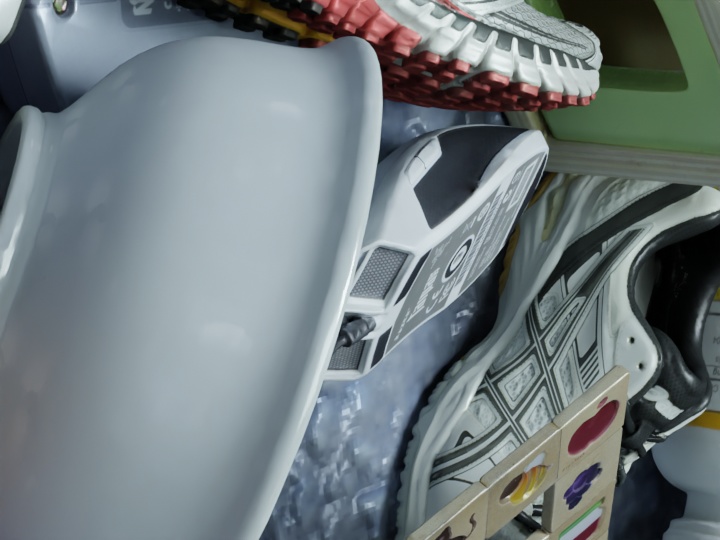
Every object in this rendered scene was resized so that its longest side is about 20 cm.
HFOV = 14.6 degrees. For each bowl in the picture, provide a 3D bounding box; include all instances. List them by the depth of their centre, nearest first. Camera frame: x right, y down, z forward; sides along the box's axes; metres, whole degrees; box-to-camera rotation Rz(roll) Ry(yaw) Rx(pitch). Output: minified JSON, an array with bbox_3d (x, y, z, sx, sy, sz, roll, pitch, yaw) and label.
[{"bbox_3d":[-0.073,0.013,0.817,0.090,0.201,0.202,19,80,-14],"label":"bowl"}]

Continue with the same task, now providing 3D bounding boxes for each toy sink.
[{"bbox_3d":[0.098,-0.139,0.999,0.112,0.130,0.201,-45,125,-32],"label":"toy sink"}]

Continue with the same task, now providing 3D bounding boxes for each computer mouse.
[{"bbox_3d":[0.000,0.000,0.957,0.200,0.044,0.110,-39,158,-52],"label":"computer mouse"}]

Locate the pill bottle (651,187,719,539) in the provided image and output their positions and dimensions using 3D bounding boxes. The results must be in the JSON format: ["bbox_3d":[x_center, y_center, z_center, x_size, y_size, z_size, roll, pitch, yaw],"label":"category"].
[{"bbox_3d":[0.178,0.038,1.114,0.112,0.112,0.201,19,81,-45],"label":"pill bottle"}]

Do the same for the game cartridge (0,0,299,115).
[{"bbox_3d":[-0.071,-0.148,0.892,0.133,0.040,0.202,-11,103,-48],"label":"game cartridge"}]

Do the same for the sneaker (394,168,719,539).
[{"bbox_3d":[0.081,0.051,1.034,0.076,0.087,0.201,32,74,-45],"label":"sneaker"}]

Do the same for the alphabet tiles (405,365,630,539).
[{"bbox_3d":[0.015,0.136,0.957,0.200,0.008,0.168,-36,152,-24],"label":"alphabet tiles"}]

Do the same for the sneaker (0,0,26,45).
[{"bbox_3d":[-0.169,-0.040,0.789,0.115,0.075,0.201,22,74,-35],"label":"sneaker"}]

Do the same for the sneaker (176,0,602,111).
[{"bbox_3d":[0.014,-0.104,0.906,0.199,0.078,0.083,25,76,-45],"label":"sneaker"}]
